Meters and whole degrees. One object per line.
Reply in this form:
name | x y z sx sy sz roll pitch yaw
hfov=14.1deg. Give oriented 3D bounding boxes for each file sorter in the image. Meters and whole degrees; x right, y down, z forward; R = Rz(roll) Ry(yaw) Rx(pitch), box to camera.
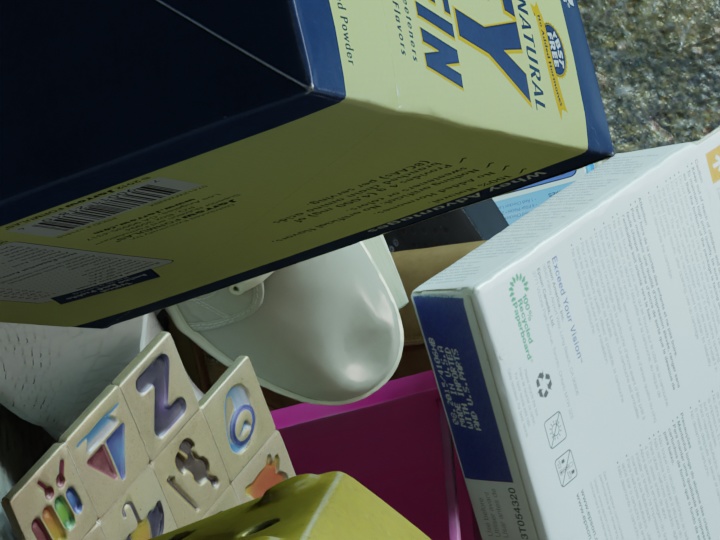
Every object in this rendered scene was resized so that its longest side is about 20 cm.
file sorter | 0.004 0.167 1.216 0.126 0.138 0.200 -92 164 -50

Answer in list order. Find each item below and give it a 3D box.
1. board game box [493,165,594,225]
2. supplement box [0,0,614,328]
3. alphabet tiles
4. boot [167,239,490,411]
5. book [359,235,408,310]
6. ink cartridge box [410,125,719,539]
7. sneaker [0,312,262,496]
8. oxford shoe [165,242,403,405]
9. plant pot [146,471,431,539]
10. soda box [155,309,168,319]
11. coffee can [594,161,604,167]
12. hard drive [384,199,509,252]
board game box | 0.030 0.034 1.403 0.056 0.199 0.196 65 14 -55
supplement box | -0.064 -0.075 0.855 0.200 0.199 0.135 6 69 -63
alphabet tiles | -0.062 0.131 1.027 0.166 0.006 0.201 -49 129 -43
boot | 0.000 0.000 1.262 0.066 0.199 0.176 -34 113 -45
book | -0.056 -0.078 1.145 0.201 0.048 0.134 64 -13 -19
ink cartridge box | 0.118 0.058 1.207 0.200 0.043 0.197 -32 112 -43
sneaker | -0.107 0.019 1.056 0.089 0.075 0.200 53 -9 52
oxford shoe | -0.047 -0.021 1.051 0.058 0.075 0.200 12 -34 55
plant pot | -0.028 0.178 0.875 0.196 0.194 0.201 -55 123 -79
soda box | -0.110 -0.071 1.094 0.064 0.068 0.200 58 -7 50
coffee can | 0.052 0.036 1.531 0.146 0.199 0.147 -16 90 -81
hard drive | -0.003 -0.022 1.341 0.042 0.135 0.200 -7 49 -44
